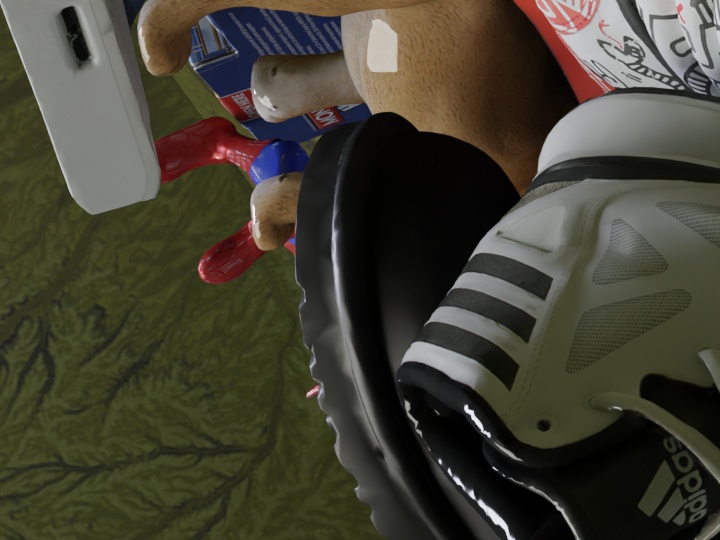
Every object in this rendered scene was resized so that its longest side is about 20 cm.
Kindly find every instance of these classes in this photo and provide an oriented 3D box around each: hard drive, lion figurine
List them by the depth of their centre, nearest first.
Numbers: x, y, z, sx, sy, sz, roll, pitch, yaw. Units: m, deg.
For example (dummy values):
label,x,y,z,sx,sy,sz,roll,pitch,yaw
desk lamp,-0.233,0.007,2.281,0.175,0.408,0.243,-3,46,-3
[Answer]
label,x,y,z,sx,sy,sz,roll,pitch,yaw
lion figurine,0.019,-0.061,0.727,0.200,0.122,0.073,53,-146,-60
hard drive,-0.092,-0.131,0.776,0.132,0.026,0.200,76,179,-53

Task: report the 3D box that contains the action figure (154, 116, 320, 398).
label,x,y,z,sx,sy,sz,roll,pitch,yaw
action figure,0.000,0.000,0.868,0.200,0.052,0.065,19,138,57

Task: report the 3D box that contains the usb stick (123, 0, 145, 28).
label,x,y,z,sx,sy,sz,roll,pitch,yaw
usb stick,-0.067,-0.153,1.019,0.055,0.033,0.200,57,-142,-30

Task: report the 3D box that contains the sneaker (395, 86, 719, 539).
label,x,y,z,sx,sy,sz,roll,pitch,yaw
sneaker,0.094,0.028,0.554,0.200,0.115,0.076,6,133,39

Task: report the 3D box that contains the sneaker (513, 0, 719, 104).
label,x,y,z,sx,sy,sz,roll,pitch,yaw
sneaker,0.104,-0.038,0.676,0.108,0.067,0.201,29,170,43

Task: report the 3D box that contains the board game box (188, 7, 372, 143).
label,x,y,z,sx,sy,sz,roll,pitch,yaw
board game box,-0.050,-0.160,0.915,0.200,0.062,0.200,48,-157,-73

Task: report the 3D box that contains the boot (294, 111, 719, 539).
label,x,y,z,sx,sy,sz,roll,pitch,yaw
boot,0.092,0.040,0.688,0.211,0.158,0.079,62,-153,-20
